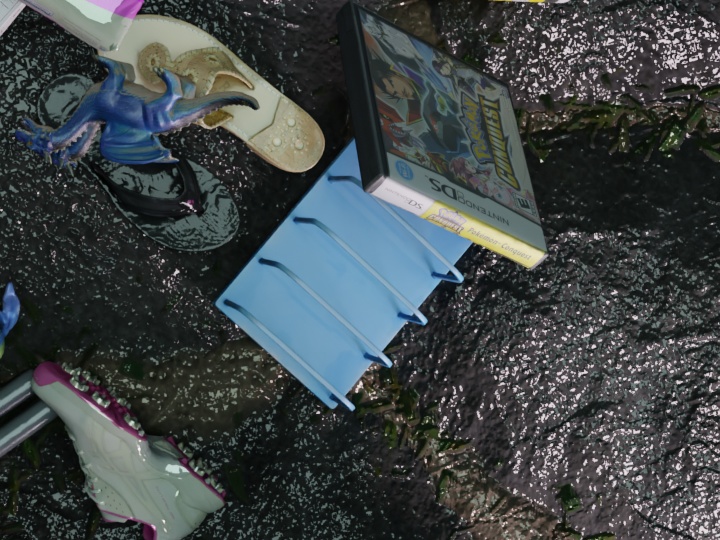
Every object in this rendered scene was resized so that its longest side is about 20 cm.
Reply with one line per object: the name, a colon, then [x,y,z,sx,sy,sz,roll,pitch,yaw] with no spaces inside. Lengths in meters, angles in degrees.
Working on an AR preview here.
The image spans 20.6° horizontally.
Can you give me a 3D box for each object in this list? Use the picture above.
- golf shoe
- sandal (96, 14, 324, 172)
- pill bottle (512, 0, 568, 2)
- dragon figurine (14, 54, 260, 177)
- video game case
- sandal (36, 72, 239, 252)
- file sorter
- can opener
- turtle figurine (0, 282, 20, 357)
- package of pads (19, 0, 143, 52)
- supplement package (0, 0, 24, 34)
golf shoe: [-0.204,0.157,1.634,0.200,0.075,0.092,42,94,-20]
sandal: [-0.118,-0.151,1.648,0.211,0.070,0.078,31,86,-11]
pill bottle: [0.085,-0.286,1.664,0.198,0.114,0.116,1,92,-11]
dragon figurine: [-0.176,-0.114,1.596,0.198,0.059,0.101,12,93,10]
video game case: [0.066,-0.112,1.616,0.180,0.201,0.025,23,131,-32]
sandal: [-0.186,-0.084,1.648,0.200,0.048,0.076,38,84,-10]
file sorter: [0.000,0.000,1.653,0.139,0.123,0.200,42,84,-11]
can opener: [-0.336,0.155,1.622,0.199,0.066,0.053,-35,100,-14]
turtle figurine: [-0.383,0.027,1.559,0.194,0.144,0.200,47,71,-2]
package of pads: [-0.198,-0.283,1.435,0.154,0.068,0.201,31,86,-17]
supplement package: [-0.295,-0.279,1.544,0.147,0.191,0.200,42,85,-12]
